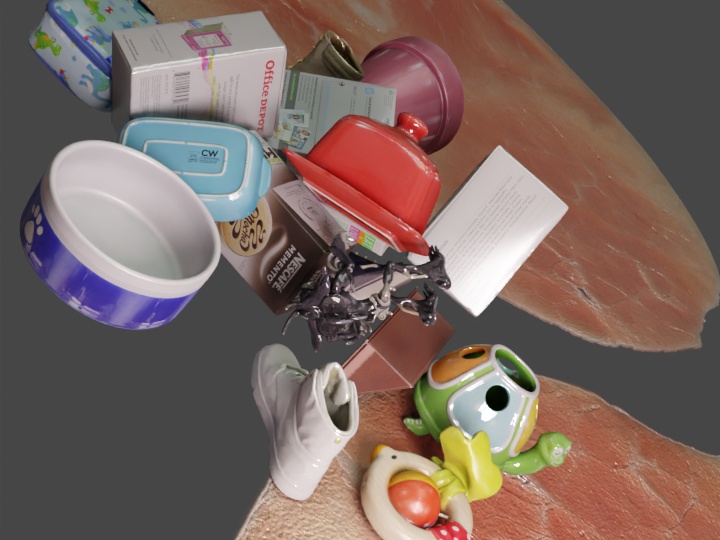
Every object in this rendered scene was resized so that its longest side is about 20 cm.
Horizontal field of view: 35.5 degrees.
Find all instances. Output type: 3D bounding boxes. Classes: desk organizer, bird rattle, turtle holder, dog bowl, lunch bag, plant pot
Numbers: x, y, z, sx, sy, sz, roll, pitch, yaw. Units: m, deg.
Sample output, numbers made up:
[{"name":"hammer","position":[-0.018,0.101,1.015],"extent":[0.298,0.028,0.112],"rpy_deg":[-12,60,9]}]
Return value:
[{"name":"desk organizer","position":[0.045,0.100,1.389],"extent":[0.077,0.072,0.200],"rpy_deg":[45,26,2]},{"name":"bird rattle","position":[0.073,0.263,1.190],"extent":[0.162,0.113,0.201],"rpy_deg":[22,43,-11]},{"name":"turtle holder","position":[0.155,0.175,1.348],"extent":[0.186,0.132,0.141],"rpy_deg":[53,27,18]},{"name":"dog bowl","position":[-0.250,-0.038,1.179],"extent":[0.199,0.079,0.201],"rpy_deg":[30,33,-21]},{"name":"lunch bag","position":[-0.322,-0.287,1.481],"extent":[0.161,0.082,0.200],"rpy_deg":[47,28,7]},{"name":"plant pot","position":[0.041,-0.266,1.832],"extent":[0.200,0.200,0.178],"rpy_deg":[48,43,15]}]

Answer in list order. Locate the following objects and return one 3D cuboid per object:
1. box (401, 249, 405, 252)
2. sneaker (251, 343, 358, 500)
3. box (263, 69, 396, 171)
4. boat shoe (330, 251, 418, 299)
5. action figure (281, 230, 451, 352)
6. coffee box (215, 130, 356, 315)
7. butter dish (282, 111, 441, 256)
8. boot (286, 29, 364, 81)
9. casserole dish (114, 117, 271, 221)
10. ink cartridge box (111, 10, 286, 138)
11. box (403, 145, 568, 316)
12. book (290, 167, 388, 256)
[{"name":"box","position":[0.009,-0.125,1.711],"extent":[0.200,0.048,0.122],"rpy_deg":[39,26,-6]},{"name":"sneaker","position":[-0.052,0.125,1.169],"extent":[0.073,0.116,0.201],"rpy_deg":[21,31,-31]},{"name":"box","position":[-0.054,-0.199,1.523],"extent":[0.198,0.041,0.157],"rpy_deg":[8,52,-4]},{"name":"boat shoe","position":[0.000,0.000,1.472],"extent":[0.093,0.075,0.200],"rpy_deg":[53,28,9]},{"name":"action figure","position":[-0.004,0.026,1.277],"extent":[0.198,0.120,0.102],"rpy_deg":[-6,32,-21]},{"name":"coffee box","position":[-0.116,-0.060,1.368],"extent":[0.200,0.113,0.080],"rpy_deg":[47,27,14]},{"name":"butter dish","position":[0.029,-0.125,1.374],"extent":[0.199,0.148,0.199],"rpy_deg":[34,-1,11]},{"name":"boot","position":[-0.091,-0.315,1.744],"extent":[0.200,0.155,0.072],"rpy_deg":[51,28,22]},{"name":"casserole dish","position":[-0.202,-0.123,1.299],"extent":[0.198,0.039,0.122],"rpy_deg":[5,70,-1]},{"name":"ink cartridge box","position":[-0.201,-0.228,1.391],"extent":[0.198,0.145,0.085],"rpy_deg":[-13,51,-24]},{"name":"box","position":[0.172,-0.055,1.589],"extent":[0.130,0.200,0.199],"rpy_deg":[40,3,0]},{"name":"book","position":[-0.024,-0.118,1.517],"extent":[0.199,0.048,0.134],"rpy_deg":[31,52,8]}]
